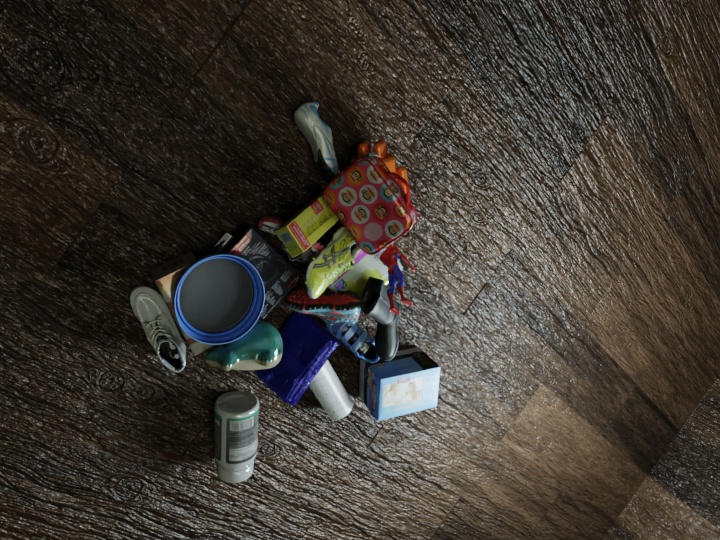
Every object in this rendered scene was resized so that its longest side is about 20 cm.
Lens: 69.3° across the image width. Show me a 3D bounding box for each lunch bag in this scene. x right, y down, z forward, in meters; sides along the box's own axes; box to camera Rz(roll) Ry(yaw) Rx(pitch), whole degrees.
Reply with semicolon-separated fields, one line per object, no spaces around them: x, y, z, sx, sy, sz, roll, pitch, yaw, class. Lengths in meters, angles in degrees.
0.032;-0.156;1.179;0.175;0.082;0.201;-32;99;27;lunch bag

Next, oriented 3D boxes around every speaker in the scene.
-0.094;0.307;1.404;0.081;0.081;0.202;-34;119;-12;speaker

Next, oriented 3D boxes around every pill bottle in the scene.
-0.314;0.420;1.314;0.111;0.113;0.204;-2;109;-26;pill bottle

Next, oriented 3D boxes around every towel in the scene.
-0.166;0.216;1.311;0.147;0.050;0.201;37;88;12;towel

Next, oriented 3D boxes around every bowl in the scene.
-0.308;0.060;1.136;0.197;0.039;0.205;-10;109;-28;bowl

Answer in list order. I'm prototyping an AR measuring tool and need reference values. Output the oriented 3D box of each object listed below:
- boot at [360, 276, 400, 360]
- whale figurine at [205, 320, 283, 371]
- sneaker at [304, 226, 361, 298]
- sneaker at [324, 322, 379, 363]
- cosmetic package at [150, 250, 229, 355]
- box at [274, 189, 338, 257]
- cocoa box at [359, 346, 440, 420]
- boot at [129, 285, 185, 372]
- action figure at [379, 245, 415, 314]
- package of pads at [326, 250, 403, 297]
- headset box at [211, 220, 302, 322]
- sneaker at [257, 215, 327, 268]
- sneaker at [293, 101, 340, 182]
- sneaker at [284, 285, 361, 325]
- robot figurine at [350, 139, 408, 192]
0.050;0.126;1.320;0.200;0.064;0.168;56;37;-65;boot
-0.267;0.176;1.220;0.199;0.157;0.106;-5;106;-59;whale figurine
-0.060;-0.018;1.237;0.202;0.076;0.076;-57;146;-18;sneaker
-0.015;0.178;1.398;0.074;0.082;0.200;-48;120;-1;sneaker
-0.379;0.074;1.175;0.102;0.087;0.203;-29;118;-17;cosmetic package
-0.107;-0.117;1.203;0.076;0.050;0.200;57;47;-15;box
0.110;0.318;1.480;0.196;0.131;0.136;-6;110;-24;cocoa box
-0.443;0.131;1.159;0.073;0.095;0.203;-30;118;-14;boot
0.099;0.017;1.277;0.065;0.203;0.098;-34;137;29;action figure
0.000;0.000;1.351;0.199;0.068;0.155;-41;120;-8;package of pads
-0.258;-0.003;1.216;0.149;0.077;0.200;-48;120;-5;headset box
-0.160;-0.063;1.242;0.198;0.081;0.075;32;94;-32;sneaker
-0.085;-0.292;1.207;0.072;0.071;0.202;-38;124;-19;sneaker
-0.094;0.101;1.299;0.196;0.080;0.097;7;135;12;sneaker
0.033;-0.210;1.268;0.142;0.116;0.204;-16;113;-24;robot figurine
